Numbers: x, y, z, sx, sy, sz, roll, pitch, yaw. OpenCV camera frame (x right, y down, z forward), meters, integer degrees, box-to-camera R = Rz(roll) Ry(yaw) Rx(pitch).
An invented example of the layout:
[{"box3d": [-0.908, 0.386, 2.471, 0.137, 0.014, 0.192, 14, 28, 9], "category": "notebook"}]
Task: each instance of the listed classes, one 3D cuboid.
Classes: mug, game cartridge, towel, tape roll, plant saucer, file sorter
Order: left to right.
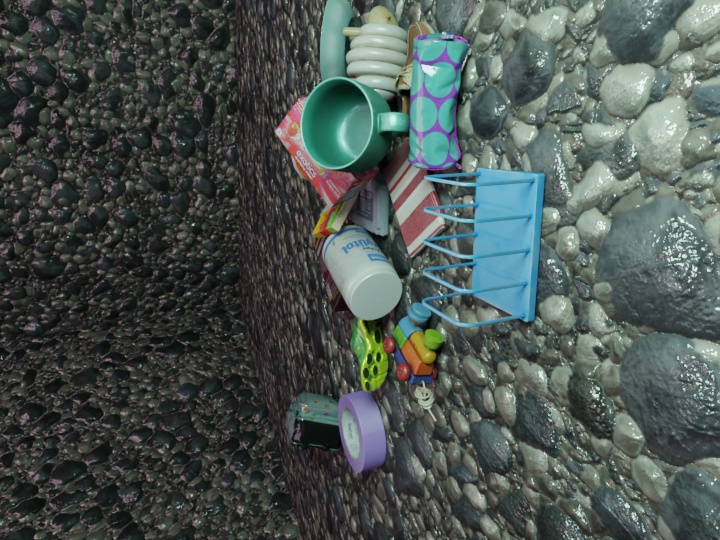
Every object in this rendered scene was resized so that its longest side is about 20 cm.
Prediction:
[{"box3d": [-0.035, -0.448, 1.031, 0.201, 0.038, 0.206, 10, -90, -79], "category": "plant saucer"}, {"box3d": [-0.005, -0.243, 0.911, 0.184, 0.114, 0.154, 41, 113, 21], "category": "mug"}, {"box3d": [0.001, 0.431, 1.386, 0.199, 0.064, 0.205, 174, 90, -69], "category": "tape roll"}, {"box3d": [0.017, -0.168, 1.202, 0.200, 0.040, 0.136, -143, 47, -62], "category": "game cartridge"}, {"box3d": [0.104, -0.145, 1.000, 0.144, 0.022, 0.204, 132, 126, -61], "category": "towel"}, {"box3d": [0.164, -0.037, 0.736, 0.138, 0.120, 0.205, -149, 56, -63], "category": "file sorter"}]

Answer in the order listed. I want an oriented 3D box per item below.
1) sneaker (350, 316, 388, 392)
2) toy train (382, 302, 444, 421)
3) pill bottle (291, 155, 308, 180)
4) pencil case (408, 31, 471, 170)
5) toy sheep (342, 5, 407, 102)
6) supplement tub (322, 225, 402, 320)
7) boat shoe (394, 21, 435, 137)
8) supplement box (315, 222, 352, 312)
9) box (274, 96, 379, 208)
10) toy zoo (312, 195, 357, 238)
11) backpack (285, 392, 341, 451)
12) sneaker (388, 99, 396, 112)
[{"box3d": [0.020, 0.194, 1.260, 0.084, 0.072, 0.205, 140, 130, -62], "category": "sneaker"}, {"box3d": [0.125, 0.165, 0.974, 0.201, 0.083, 0.117, 60, 136, 46], "category": "toy train"}, {"box3d": [-0.055, -0.269, 1.170, 0.197, 0.113, 0.117, 4, 102, 43], "category": "pill bottle"}, {"box3d": [0.124, -0.267, 0.820, 0.085, 0.090, 0.205, -64, -23, -66], "category": "pencil case"}, {"box3d": [0.031, -0.386, 0.965, 0.138, 0.135, 0.205, -148, 60, -63], "category": "toy sheep"}, {"box3d": [0.000, 0.000, 1.165, 0.201, 0.129, 0.134, -124, 34, -48], "category": "supplement tub"}, {"box3d": [0.098, -0.326, 0.888, 0.075, 0.070, 0.205, 178, 86, -69], "category": "boat shoe"}, {"box3d": [-0.048, -0.009, 1.349, 0.111, 0.084, 0.204, 118, 140, -56], "category": "supplement box"}, {"box3d": [-0.068, -0.244, 1.048, 0.099, 0.095, 0.202, -38, 87, 40], "category": "box"}, {"box3d": [-0.061, -0.145, 1.238, 0.133, 0.020, 0.199, -63, 17, -12], "category": "toy zoo"}, {"box3d": [-0.152, 0.480, 1.656, 0.199, 0.172, 0.157, 171, 109, -70], "category": "backpack"}, {"box3d": [0.017, -0.384, 1.061, 0.076, 0.089, 0.205, 141, 121, -68], "category": "sneaker"}]
